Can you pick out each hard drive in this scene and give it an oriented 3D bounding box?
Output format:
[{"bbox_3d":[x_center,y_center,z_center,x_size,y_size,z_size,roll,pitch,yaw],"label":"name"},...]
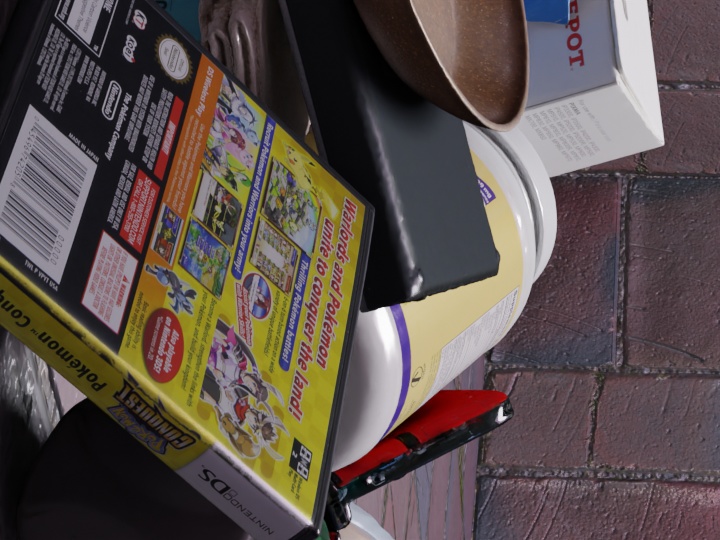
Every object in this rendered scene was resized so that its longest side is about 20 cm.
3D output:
[{"bbox_3d":[0.009,-0.086,1.149,0.139,0.033,0.201,-13,88,-71],"label":"hard drive"}]

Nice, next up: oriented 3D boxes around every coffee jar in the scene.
[{"bbox_3d":[-0.075,0.109,1.067,0.086,0.104,0.200,-62,170,-6],"label":"coffee jar"}]

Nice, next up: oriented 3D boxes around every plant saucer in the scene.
[{"bbox_3d":[0.024,-0.155,1.138,0.200,0.036,0.202,-14,90,-71],"label":"plant saucer"}]

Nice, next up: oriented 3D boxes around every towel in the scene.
[{"bbox_3d":[-0.043,-0.111,1.185,0.200,0.034,0.133,-76,166,-57],"label":"towel"}]

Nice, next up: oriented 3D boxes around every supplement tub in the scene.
[{"bbox_3d":[0.000,0.000,1.283,0.200,0.145,0.146,-37,132,-50],"label":"supplement tub"}]

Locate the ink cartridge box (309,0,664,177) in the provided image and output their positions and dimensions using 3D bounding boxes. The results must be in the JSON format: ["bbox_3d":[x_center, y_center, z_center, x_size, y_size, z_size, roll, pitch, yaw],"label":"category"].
[{"bbox_3d":[0.061,-0.121,1.430,0.083,0.199,0.148,45,36,-54],"label":"ink cartridge box"}]

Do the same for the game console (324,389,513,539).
[{"bbox_3d":[-0.008,0.148,1.333,0.119,0.172,0.200,67,-21,-6],"label":"game console"}]

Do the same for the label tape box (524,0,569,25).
[{"bbox_3d":[0.008,-0.191,1.326,0.066,0.198,0.144,-62,153,-63],"label":"label tape box"}]

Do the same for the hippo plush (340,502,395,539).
[{"bbox_3d":[-0.016,0.243,1.649,0.161,0.159,0.200,-59,157,3],"label":"hippo plush"}]

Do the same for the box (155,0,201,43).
[{"bbox_3d":[-0.086,-0.123,1.181,0.082,0.049,0.201,78,14,-58],"label":"box"}]

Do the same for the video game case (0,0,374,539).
[{"bbox_3d":[-0.072,-0.015,0.969,0.181,0.025,0.201,42,32,-23],"label":"video game case"}]
